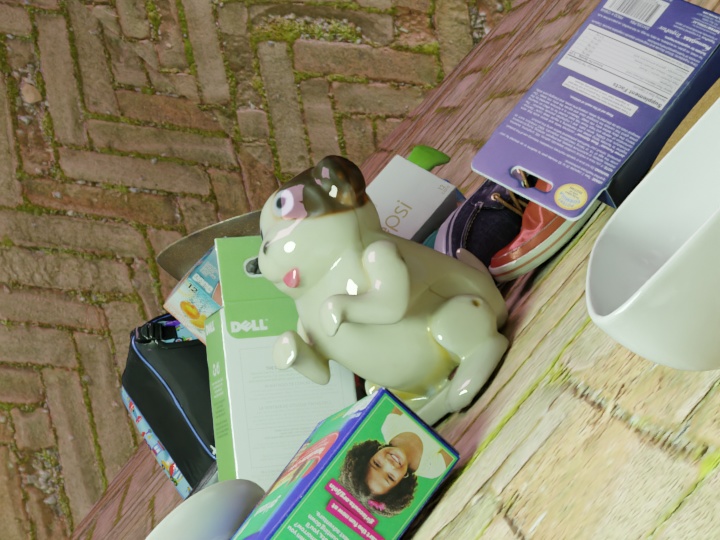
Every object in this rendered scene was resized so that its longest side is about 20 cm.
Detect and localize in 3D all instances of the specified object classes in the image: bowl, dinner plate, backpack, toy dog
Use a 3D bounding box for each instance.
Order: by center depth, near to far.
[{"bbox_3d":[0.199,-0.039,0.960,0.200,0.075,0.200,-48,6,15],"label":"bowl"},{"bbox_3d":[-0.119,0.242,1.418,0.200,0.024,0.201,-40,-34,-35],"label":"dinner plate"},{"bbox_3d":[0.012,0.008,1.478,0.194,0.200,0.139,-53,7,-34],"label":"toy dog"},{"bbox_3d":[-0.112,0.108,1.951,0.199,0.183,0.135,-27,-23,-31],"label":"backpack"}]

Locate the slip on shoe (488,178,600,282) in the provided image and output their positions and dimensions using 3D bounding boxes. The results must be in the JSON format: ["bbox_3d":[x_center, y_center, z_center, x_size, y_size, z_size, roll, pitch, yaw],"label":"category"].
[{"bbox_3d":[0.163,-0.074,1.564,0.200,0.061,0.074,-51,7,0],"label":"slip on shoe"}]

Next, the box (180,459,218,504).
[{"bbox_3d":[-0.149,0.233,1.763,0.200,0.043,0.160,-52,2,9],"label":"box"}]

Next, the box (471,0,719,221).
[{"bbox_3d":[0.185,-0.125,1.512,0.121,0.032,0.200,31,75,41],"label":"box"}]

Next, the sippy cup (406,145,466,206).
[{"bbox_3d":[0.043,-0.024,1.885,0.177,0.140,0.130,-34,2,37],"label":"sippy cup"}]

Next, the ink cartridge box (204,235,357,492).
[{"bbox_3d":[-0.062,0.076,1.544,0.103,0.202,0.059,-4,-9,-19],"label":"ink cartridge box"}]

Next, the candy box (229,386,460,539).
[{"bbox_3d":[-0.040,0.186,1.321,0.200,0.077,0.169,-53,5,-20],"label":"candy box"}]

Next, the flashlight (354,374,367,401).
[{"bbox_3d":[0.007,0.098,1.646,0.200,0.067,0.069,133,142,-66],"label":"flashlight"}]

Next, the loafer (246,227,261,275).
[{"bbox_3d":[0.000,0.000,1.622,0.073,0.199,0.071,-51,29,33],"label":"loafer"}]

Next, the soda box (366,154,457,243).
[{"bbox_3d":[0.001,-0.003,1.719,0.200,0.068,0.064,-49,-26,-25],"label":"soda box"}]

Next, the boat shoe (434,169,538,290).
[{"bbox_3d":[0.130,-0.057,1.656,0.091,0.071,0.201,-43,9,42],"label":"boat shoe"}]

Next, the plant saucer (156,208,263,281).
[{"bbox_3d":[-0.097,-0.022,1.922,0.198,0.035,0.200,-15,-9,-2],"label":"plant saucer"}]

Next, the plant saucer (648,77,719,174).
[{"bbox_3d":[0.237,-0.094,1.233,0.200,0.035,0.200,-49,6,7],"label":"plant saucer"}]

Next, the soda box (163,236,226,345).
[{"bbox_3d":[-0.080,0.066,1.823,0.064,0.200,0.068,-51,6,-37],"label":"soda box"}]

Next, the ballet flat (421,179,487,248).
[{"bbox_3d":[0.103,-0.022,1.745,0.200,0.068,0.076,-47,-19,-42],"label":"ballet flat"}]
